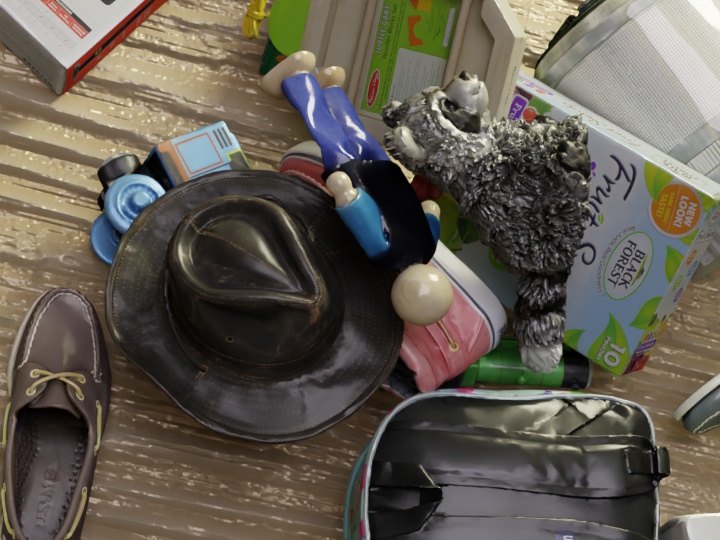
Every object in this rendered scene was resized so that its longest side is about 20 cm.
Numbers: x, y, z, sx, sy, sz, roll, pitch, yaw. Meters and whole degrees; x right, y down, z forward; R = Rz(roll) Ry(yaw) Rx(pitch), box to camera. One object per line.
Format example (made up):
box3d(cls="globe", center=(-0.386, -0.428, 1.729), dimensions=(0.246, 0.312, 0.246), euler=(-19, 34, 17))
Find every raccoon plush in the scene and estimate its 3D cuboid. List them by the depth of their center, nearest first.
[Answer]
box3d(cls="raccoon plush", center=(0.075, -0.029, 1.526), dimensions=(0.134, 0.097, 0.200), euler=(2, 95, -7))

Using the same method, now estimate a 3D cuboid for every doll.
box3d(cls="doll", center=(0.009, -0.050, 1.529), dimensions=(0.048, 0.136, 0.200), euler=(-39, 61, 19))

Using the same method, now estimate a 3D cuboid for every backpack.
box3d(cls="backpack", center=(0.088, 0.167, 1.545), dimensions=(0.200, 0.151, 0.178), euler=(5, 72, -14))

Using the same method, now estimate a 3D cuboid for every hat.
box3d(cls="hat", center=(-0.064, 0.006, 1.500), dimensions=(0.201, 0.081, 0.201), euler=(2, 64, -4))

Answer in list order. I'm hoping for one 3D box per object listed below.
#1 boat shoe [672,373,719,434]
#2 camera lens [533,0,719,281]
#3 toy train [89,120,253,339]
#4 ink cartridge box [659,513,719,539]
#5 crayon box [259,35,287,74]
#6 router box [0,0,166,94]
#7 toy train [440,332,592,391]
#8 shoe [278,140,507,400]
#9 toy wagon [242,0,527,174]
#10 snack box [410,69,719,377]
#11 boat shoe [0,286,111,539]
box3d(cls="boat shoe", center=(0.317, 0.083, 1.667), dimensions=(0.200, 0.073, 0.062), euler=(-19, 72, -23))
box3d(cls="camera lens", center=(0.233, -0.114, 1.669), dimensions=(0.160, 0.160, 0.200), euler=(-33, 81, -20))
box3d(cls="toy train", center=(-0.104, 0.000, 1.600), dimensions=(0.114, 0.087, 0.200), euler=(-23, 77, -23))
box3d(cls="ink cartridge box", center=(0.242, 0.269, 1.545), dimensions=(0.085, 0.145, 0.200), euler=(-5, 73, -15))
box3d(cls="crayon box", center=(0.012, -0.222, 1.715), dimensions=(0.119, 0.058, 0.200), euler=(19, 68, -6))
box3d(cls="router box", center=(-0.221, -0.255, 1.681), dimensions=(0.200, 0.049, 0.179), euler=(44, 68, 5))
box3d(cls="toy train", center=(0.072, 0.055, 1.633), dimensions=(0.200, 0.042, 0.056), euler=(4, 47, -11))
box3d(cls="shoe", center=(0.000, 0.000, 1.587), dimensions=(0.200, 0.071, 0.091), euler=(43, 55, 12))
box3d(cls="toy wagon", center=(0.014, -0.157, 1.609), dimensions=(0.200, 0.040, 0.155), euler=(18, 101, 24))
box3d(cls="snack box", center=(0.135, -0.039, 1.610), dimensions=(0.200, 0.053, 0.142), euler=(33, 109, 20))
box3d(cls="boat shoe", center=(-0.203, 0.100, 1.555), dimensions=(0.072, 0.060, 0.200), euler=(9, 69, -8))
